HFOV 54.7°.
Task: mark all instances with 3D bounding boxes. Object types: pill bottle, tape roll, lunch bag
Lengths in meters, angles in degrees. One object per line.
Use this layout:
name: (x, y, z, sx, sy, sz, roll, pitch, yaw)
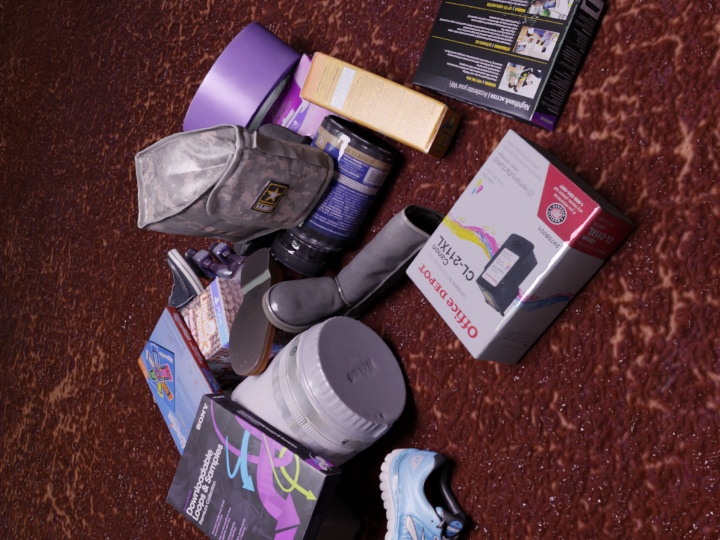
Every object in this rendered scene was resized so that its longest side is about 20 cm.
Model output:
pill bottle: (-0.042, -0.097, 0.946, 0.112, 0.111, 0.201, 43, 111, 41)
tape roll: (-0.176, -0.266, 1.055, 0.201, 0.085, 0.200, -55, 7, 10)
lunch bag: (-0.151, -0.109, 0.858, 0.199, 0.163, 0.119, -15, 76, 37)

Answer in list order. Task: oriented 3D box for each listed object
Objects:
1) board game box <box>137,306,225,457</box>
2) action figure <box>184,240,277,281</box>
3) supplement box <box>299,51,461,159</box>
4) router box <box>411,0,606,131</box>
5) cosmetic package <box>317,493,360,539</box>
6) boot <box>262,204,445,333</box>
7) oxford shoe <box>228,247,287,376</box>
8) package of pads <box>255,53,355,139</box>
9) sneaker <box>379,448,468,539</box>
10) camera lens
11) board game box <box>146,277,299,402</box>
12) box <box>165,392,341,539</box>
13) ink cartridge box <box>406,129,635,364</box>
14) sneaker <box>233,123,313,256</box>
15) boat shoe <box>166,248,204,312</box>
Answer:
board game box: (-0.240, 0.151, 0.931, 0.103, 0.019, 0.200, -56, 49, 19)
action figure: (-0.188, -0.003, 1.076, 0.199, 0.130, 0.070, 17, 136, 50)
supplement box: (0.024, -0.211, 0.889, 0.199, 0.066, 0.069, 27, 101, 23)
router box: (0.165, -0.264, 0.816, 0.200, 0.051, 0.150, 33, 107, 44)
cosmetic package: (-0.105, 0.322, 0.941, 0.200, 0.090, 0.108, 36, 106, 46)
boot: (-0.002, -0.002, 0.847, 0.200, 0.181, 0.073, -35, 72, 39)
oxford shoe: (-0.120, 0.060, 0.904, 0.071, 0.071, 0.201, -25, 38, 25)
package of pads: (-0.091, -0.207, 1.043, 0.200, 0.075, 0.121, -51, 53, 25)
sneaker: (0.075, 0.298, 0.772, 0.089, 0.078, 0.202, -20, 68, 37)
camera lens: (-0.061, 0.170, 0.874, 0.200, 0.159, 0.161, -40, 56, 32)
board game box: (-0.190, 0.110, 1.016, 0.200, 0.159, 0.098, -37, 58, 33)
box: (-0.128, 0.246, 0.791, 0.199, 0.036, 0.144, 23, 95, 34)
ink cartridge box: (0.162, -0.021, 0.746, 0.201, 0.082, 0.146, -55, 50, 21)
sneaker: (-0.139, -0.115, 0.993, 0.090, 0.076, 0.201, 32, 105, 16)
boat shoe: (-0.274, 0.057, 1.106, 0.075, 0.062, 0.201, 43, 151, 45)
